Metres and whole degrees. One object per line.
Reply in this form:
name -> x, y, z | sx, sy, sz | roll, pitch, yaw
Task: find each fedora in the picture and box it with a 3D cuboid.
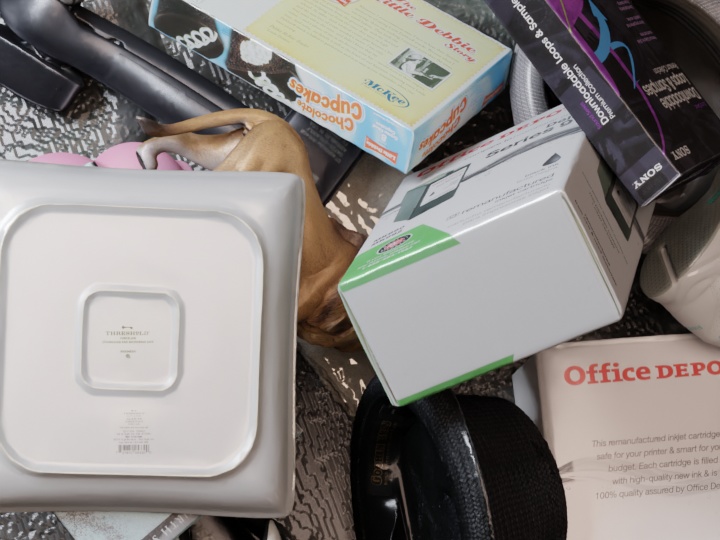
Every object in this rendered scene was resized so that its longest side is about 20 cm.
fedora -> 0.067, 0.148, 1.447 | 0.091, 0.200, 0.202 | -9, 78, -24
fedora -> 0.178, -0.098, 1.557 | 0.200, 0.090, 0.177 | 38, 76, -5

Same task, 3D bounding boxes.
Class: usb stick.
usb stick -> -0.062, -0.031, 1.502 | 0.055, 0.033, 0.200 | 38, 76, -8

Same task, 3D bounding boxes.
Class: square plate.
square plate -> -0.130, 0.040, 1.377 | 0.198, 0.028, 0.200 | 2, 89, -11

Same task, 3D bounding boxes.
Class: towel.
towel -> 0.000, 0.000, 1.539 | 0.132, 0.034, 0.200 | -36, 84, -13

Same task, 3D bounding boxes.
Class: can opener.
can opener -> -0.146, -0.126, 1.537 | 0.199, 0.079, 0.063 | 25, 30, 3

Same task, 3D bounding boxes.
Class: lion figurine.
lion figurine -> -0.045, -0.028, 1.445 | 0.122, 0.072, 0.201 | -28, 114, -9

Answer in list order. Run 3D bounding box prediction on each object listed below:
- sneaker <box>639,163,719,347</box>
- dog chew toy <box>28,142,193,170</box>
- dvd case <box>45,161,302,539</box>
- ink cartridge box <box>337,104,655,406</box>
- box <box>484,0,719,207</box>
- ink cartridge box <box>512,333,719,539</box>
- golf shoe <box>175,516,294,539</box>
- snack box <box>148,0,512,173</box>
sneaker -> 0.254, -0.040, 1.492 | 0.080, 0.070, 0.201 | 43, 77, -20
dog chew toy -> -0.186, -0.013, 1.474 | 0.199, 0.125, 0.125 | -27, 82, -21
dvd case -> -0.149, 0.060, 1.398 | 0.146, 0.022, 0.200 | -38, 98, -9
ink cartridge box -> 0.083, -0.017, 1.408 | 0.145, 0.200, 0.084 | -23, 104, 19
box -> 0.138, -0.134, 1.435 | 0.036, 0.143, 0.201 | -37, 85, 24
ink cartridge box -> 0.180, 0.147, 1.503 | 0.144, 0.084, 0.202 | -3, 77, -9
golf shoe -> -0.053, 0.200, 1.453 | 0.200, 0.095, 0.078 | 41, 74, 1
snack box -> -0.018, -0.145, 1.514 | 0.199, 0.037, 0.116 | 31, 45, 20
